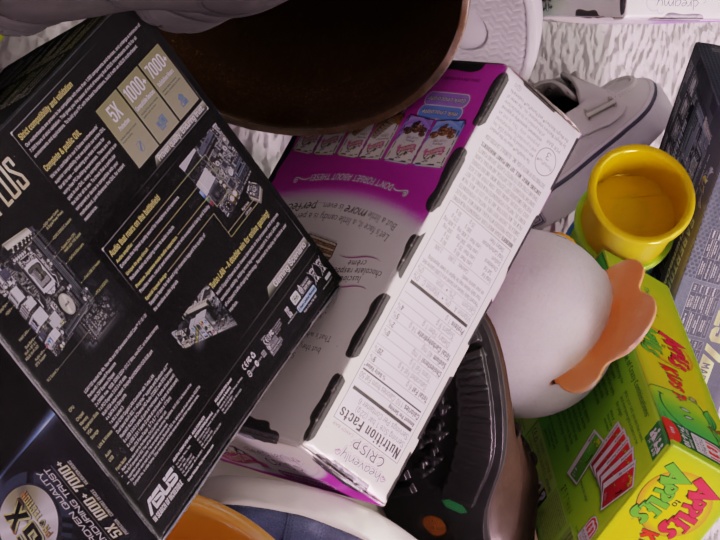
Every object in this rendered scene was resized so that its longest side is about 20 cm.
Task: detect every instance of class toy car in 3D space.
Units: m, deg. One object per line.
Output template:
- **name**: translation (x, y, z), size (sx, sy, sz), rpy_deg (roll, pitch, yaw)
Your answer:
- **toy car**: translation (0.070, 0.010, 1.421), size (0.177, 0.199, 0.185), rpy_deg (-63, 141, -32)

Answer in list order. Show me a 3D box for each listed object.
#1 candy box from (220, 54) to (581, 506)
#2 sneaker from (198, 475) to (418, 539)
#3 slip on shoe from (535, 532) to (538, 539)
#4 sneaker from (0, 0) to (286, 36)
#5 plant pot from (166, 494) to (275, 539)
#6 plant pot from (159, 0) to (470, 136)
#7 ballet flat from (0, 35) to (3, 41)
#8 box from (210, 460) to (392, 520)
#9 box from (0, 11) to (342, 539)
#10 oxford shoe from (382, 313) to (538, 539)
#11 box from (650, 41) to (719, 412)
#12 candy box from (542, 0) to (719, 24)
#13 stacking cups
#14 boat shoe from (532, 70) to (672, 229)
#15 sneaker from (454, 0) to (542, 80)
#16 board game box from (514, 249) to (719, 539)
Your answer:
- **candy box**: translation (0.000, 0.000, 1.282), size (0.061, 0.136, 0.200), rpy_deg (38, 74, -33)
- **sneaker**: translation (0.002, 0.164, 1.270), size (0.200, 0.075, 0.085), rpy_deg (30, 71, -22)
- **slip on shoe**: translation (0.089, 0.140, 1.502), size (0.076, 0.060, 0.200), rpy_deg (59, 11, -31)
- **sneaker**: translation (-0.086, -0.137, 1.125), size (0.200, 0.090, 0.076), rpy_deg (-10, 94, -54)
- **plant pot**: translation (-0.088, 0.221, 1.226), size (0.183, 0.199, 0.201), rpy_deg (65, 40, -61)
- **plant pot**: translation (-0.019, -0.198, 1.305), size (0.200, 0.186, 0.187), rpy_deg (-70, 147, -48)
- **ballet flat**: translation (-0.164, -0.127, 1.176), size (0.067, 0.067, 0.200), rpy_deg (82, 31, -58)
- **box**: translation (-0.014, 0.156, 1.406), size (0.200, 0.095, 0.078), rpy_deg (56, 48, -42)
- **box**: translation (-0.118, 0.009, 1.156), size (0.164, 0.086, 0.200), rpy_deg (53, 37, -15)
- **oxford shoe**: translation (0.050, 0.092, 1.356), size (0.084, 0.072, 0.201), rpy_deg (-46, 142, -50)
- **box**: translation (0.191, -0.010, 1.575), size (0.158, 0.051, 0.201), rpy_deg (-90, -165, -67)
- **candy box**: translation (0.137, -0.236, 1.523), size (0.071, 0.168, 0.201), rpy_deg (-1, 96, -23)
- **stacking cups**: translation (0.135, 0.002, 1.568), size (0.200, 0.060, 0.061), rpy_deg (110, 3, -62)
- **boat shoe**: translation (0.119, -0.082, 1.618), size (0.200, 0.072, 0.066), rpy_deg (-40, 104, -49)
- **sneaker**: translation (0.074, -0.202, 1.524), size (0.118, 0.073, 0.201), rpy_deg (-59, 145, -47)
- **board game box**: translation (0.129, 0.083, 1.420), size (0.048, 0.102, 0.200), rpy_deg (29, 22, -19)
